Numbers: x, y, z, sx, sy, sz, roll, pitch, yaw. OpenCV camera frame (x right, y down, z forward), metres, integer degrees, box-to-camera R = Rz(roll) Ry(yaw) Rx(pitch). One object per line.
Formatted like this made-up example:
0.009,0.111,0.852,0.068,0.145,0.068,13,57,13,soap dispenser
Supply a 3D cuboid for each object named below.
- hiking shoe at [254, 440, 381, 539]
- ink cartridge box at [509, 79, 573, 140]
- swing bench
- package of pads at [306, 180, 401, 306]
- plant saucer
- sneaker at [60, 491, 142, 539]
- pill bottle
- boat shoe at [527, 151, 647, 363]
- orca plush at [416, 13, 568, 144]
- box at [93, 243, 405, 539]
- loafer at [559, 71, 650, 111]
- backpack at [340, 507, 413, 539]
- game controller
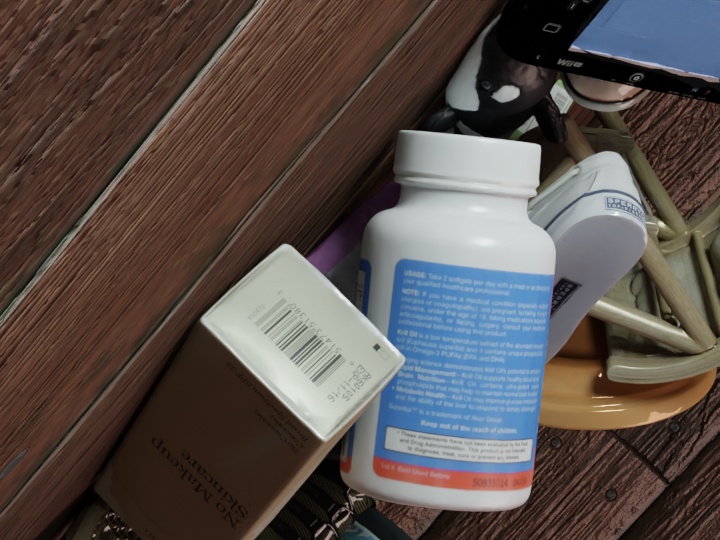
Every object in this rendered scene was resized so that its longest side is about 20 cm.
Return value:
-0.037,0.164,1.141,0.198,0.102,0.076,-16,154,2,hiking shoe
0.100,-0.062,1.465,0.146,0.048,0.200,-59,177,-22,ink cartridge box
0.169,-0.034,1.227,0.130,0.199,0.199,-49,-167,21,swing bench
0.000,0.040,1.158,0.120,0.076,0.200,-41,163,-20,package of pads
0.152,0.048,1.274,0.200,0.198,0.038,-42,138,-54,plant saucer
-0.180,0.190,1.058,0.075,0.071,0.201,-6,-146,29,sneaker
0.052,0.026,1.013,0.112,0.111,0.202,-18,115,-81,pill bottle
0.104,0.005,1.104,0.200,0.073,0.066,-42,-147,37,boat shoe
0.086,-0.089,1.079,0.105,0.071,0.200,-45,175,-28,orca plush
-0.066,0.086,0.992,0.078,0.095,0.200,-42,172,-40,box
0.168,-0.181,1.085,0.063,0.071,0.201,87,25,-48,loafer
-0.051,0.233,1.223,0.199,0.163,0.155,-33,133,-25,backpack
0.171,-0.138,0.980,0.198,0.042,0.105,8,134,-29,game controller
